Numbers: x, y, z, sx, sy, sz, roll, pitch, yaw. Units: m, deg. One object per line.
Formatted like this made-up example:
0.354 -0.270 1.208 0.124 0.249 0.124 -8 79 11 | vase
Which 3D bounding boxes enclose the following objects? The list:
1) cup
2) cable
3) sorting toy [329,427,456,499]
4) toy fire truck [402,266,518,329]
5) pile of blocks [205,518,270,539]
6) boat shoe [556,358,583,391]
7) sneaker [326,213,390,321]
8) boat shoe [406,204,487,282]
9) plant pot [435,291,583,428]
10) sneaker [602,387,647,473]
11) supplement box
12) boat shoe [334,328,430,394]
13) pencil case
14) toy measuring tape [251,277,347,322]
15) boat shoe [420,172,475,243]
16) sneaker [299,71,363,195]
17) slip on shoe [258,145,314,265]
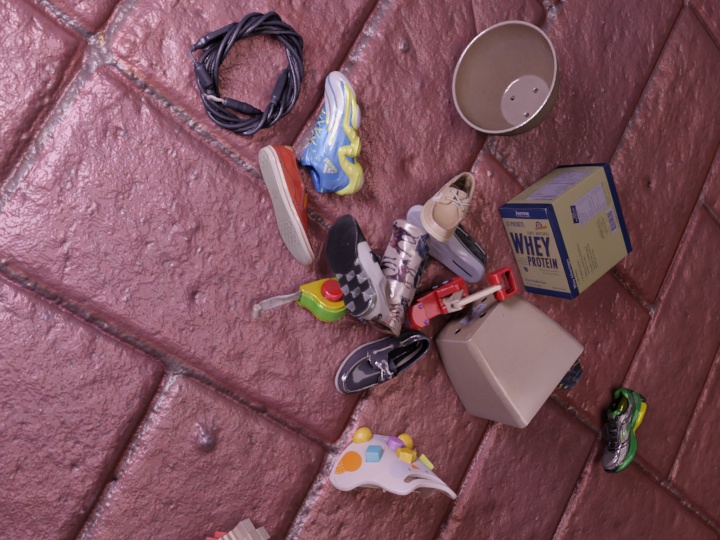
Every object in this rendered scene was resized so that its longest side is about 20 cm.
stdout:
0.290 -0.338 1.230 0.142 0.196 0.206 12 89 -56 | cup
-0.162 -0.311 1.034 0.198 0.050 0.166 -33 110 -24 | cable
0.076 0.362 1.162 0.196 0.179 0.110 16 87 -30 | sorting toy
0.172 0.053 1.194 0.196 0.141 0.050 -25 98 -15 | toy fire truck
-0.244 0.472 1.066 0.198 0.083 0.062 -26 64 -35 | pile of blocks
0.405 0.226 1.400 0.197 0.070 0.093 -27 103 -27 | boat shoe
0.000 0.000 1.115 0.088 0.073 0.204 26 41 -48 | sneaker
0.164 -0.061 1.244 0.200 0.071 0.072 43 50 -22 | boat shoe
0.262 0.149 1.254 0.200 0.199 0.178 -45 102 -18 | plant pot
0.599 0.371 1.534 0.084 0.078 0.204 28 72 -22 | sneaker
0.422 -0.084 1.345 0.198 0.133 0.204 -32 109 -23 | supplement box
0.044 0.164 1.191 0.197 0.062 0.074 -27 108 -25 | boat shoe
0.062 0.010 1.174 0.078 0.088 0.204 35 72 -55 | pencil case
-0.082 0.061 1.099 0.196 0.073 0.076 -17 103 -33 | toy measuring tape
0.162 -0.120 1.175 0.072 0.065 0.201 40 36 -2 | boat shoe
-0.053 -0.222 1.091 0.103 0.075 0.205 -16 103 -27 | sneaker
-0.108 -0.108 1.076 0.060 0.074 0.205 -22 100 -29 | slip on shoe
